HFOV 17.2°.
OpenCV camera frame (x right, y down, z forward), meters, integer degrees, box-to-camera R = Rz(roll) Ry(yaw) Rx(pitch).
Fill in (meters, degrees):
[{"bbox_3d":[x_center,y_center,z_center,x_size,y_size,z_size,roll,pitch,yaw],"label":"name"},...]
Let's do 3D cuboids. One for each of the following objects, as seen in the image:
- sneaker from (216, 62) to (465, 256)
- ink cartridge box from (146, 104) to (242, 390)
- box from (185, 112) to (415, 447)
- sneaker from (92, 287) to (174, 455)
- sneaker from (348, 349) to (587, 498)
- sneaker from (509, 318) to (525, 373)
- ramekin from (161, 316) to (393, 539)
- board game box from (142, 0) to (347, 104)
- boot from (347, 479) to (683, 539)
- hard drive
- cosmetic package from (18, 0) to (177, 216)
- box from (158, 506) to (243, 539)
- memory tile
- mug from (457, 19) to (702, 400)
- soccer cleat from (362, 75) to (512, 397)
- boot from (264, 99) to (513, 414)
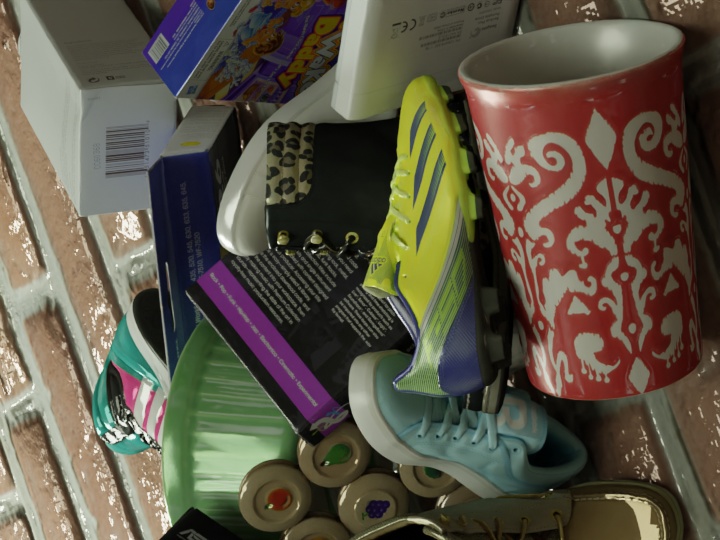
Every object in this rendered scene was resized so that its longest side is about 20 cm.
[{"bbox_3d":[-0.009,-0.078,1.561,0.085,0.200,0.073,39,175,32],"label":"sneaker"},{"bbox_3d":[-0.110,-0.004,1.745,0.200,0.047,0.198,-79,-15,-73],"label":"ink cartridge box"},{"bbox_3d":[0.000,0.000,1.584,0.143,0.200,0.036,50,-178,32],"label":"box"},{"bbox_3d":[-0.156,0.129,1.933,0.121,0.083,0.200,-52,55,45],"label":"sneaker"},{"bbox_3d":[0.074,0.092,1.533,0.082,0.200,0.074,-20,61,33],"label":"sneaker"},{"bbox_3d":[0.043,0.008,1.617,0.200,0.078,0.100,26,118,43],"label":"sneaker"},{"bbox_3d":[-0.051,0.124,1.690,0.097,0.200,0.201,2,109,24],"label":"ramekin"},{"bbox_3d":[-0.033,-0.195,1.523,0.045,0.134,0.200,53,122,26],"label":"board game box"},{"bbox_3d":[0.092,0.176,1.501,0.199,0.155,0.072,-10,83,22],"label":"boot"},{"bbox_3d":[0.052,-0.196,1.458,0.027,0.132,0.201,41,135,36],"label":"hard drive"},{"bbox_3d":[-0.205,-0.137,1.840,0.200,0.081,0.113,-122,31,-53],"label":"cosmetic package"},{"bbox_3d":[-0.052,0.268,1.612,0.200,0.044,0.160,31,145,21],"label":"box"},{"bbox_3d":[0.023,0.175,1.611,0.200,0.153,0.017,53,-176,-25],"label":"memory tile"},{"bbox_3d":[0.145,-0.043,1.439,0.133,0.178,0.201,-5,109,18],"label":"mug"},{"bbox_3d":[0.037,-0.022,1.432,0.065,0.083,0.201,50,-150,-72],"label":"soccer cleat"},{"bbox_3d":[0.019,-0.007,1.499,0.073,0.153,0.204,82,-175,-77],"label":"boot"}]
